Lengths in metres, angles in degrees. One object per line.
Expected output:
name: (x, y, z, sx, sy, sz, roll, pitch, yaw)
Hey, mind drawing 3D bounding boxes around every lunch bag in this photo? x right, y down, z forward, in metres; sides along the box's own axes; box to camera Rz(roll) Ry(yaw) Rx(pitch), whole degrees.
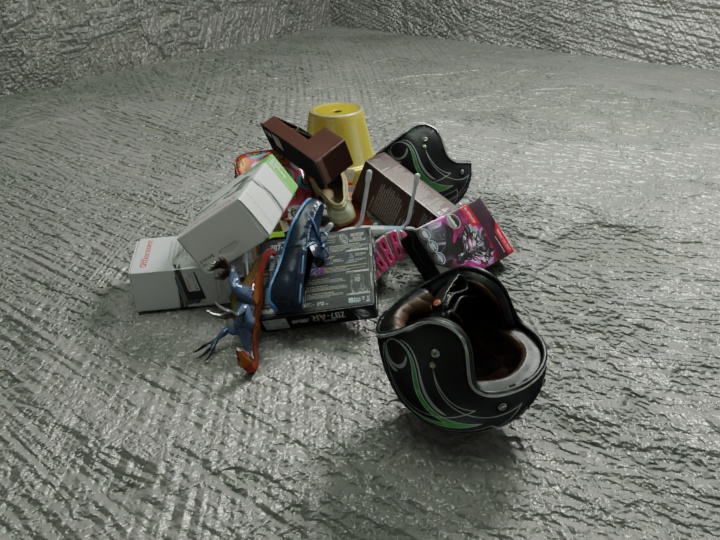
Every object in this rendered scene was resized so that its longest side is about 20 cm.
lunch bag: (-0.166, -0.164, 1.502, 0.176, 0.082, 0.200, -12, 66, -15)

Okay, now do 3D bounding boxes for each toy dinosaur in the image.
toy dinosaur: (-0.177, 0.064, 1.107, 0.200, 0.105, 0.182, -28, 72, -19)

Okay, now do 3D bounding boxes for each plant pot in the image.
plant pot: (-0.053, -0.301, 1.727, 0.200, 0.189, 0.201, -1, 27, 1)

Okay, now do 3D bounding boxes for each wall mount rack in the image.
wall mount rack: (0.029, -0.102, 1.311, 0.200, 0.174, 0.075, -3, 61, -39)

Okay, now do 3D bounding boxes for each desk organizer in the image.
desk organizer: (-0.109, -0.256, 1.436, 0.077, 0.072, 0.200, -40, 51, -14)

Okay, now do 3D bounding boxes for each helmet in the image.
helmet: (0.134, -0.207, 1.533, 0.200, 0.191, 0.200, -36, 4, 3)
helmet: (0.132, 0.113, 0.917, 0.200, 0.191, 0.200, -33, 12, 8)

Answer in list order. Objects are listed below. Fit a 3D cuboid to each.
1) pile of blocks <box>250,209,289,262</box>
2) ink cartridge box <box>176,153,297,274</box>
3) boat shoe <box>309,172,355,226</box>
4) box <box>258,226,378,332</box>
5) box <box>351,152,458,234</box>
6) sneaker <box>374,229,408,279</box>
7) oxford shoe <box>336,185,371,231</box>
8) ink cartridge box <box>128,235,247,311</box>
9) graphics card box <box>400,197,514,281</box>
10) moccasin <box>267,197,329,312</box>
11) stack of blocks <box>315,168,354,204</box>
pile of blocks: (-0.172, -0.099, 1.371, 0.062, 0.082, 0.200, -25, 58, 35)
ink cartridge box: (-0.208, -0.100, 1.231, 0.145, 0.084, 0.200, -30, 20, 24)
boat shoe: (-0.058, -0.177, 1.443, 0.073, 0.063, 0.200, -22, 51, -6)
box: (-0.073, 0.014, 1.192, 0.199, 0.044, 0.161, -8, 54, 8)
box: (0.085, -0.135, 1.424, 0.200, 0.100, 0.075, 39, 43, 17)
sneaker: (0.000, 0.000, 1.284, 0.200, 0.074, 0.087, -36, 0, -17)
oxford shoe: (-0.017, -0.085, 1.460, 0.071, 0.073, 0.200, 9, 45, -7)
ink cartridge box: (-0.306, -0.002, 1.296, 0.199, 0.084, 0.145, -5, 28, -6)
graphics card box: (0.180, -0.045, 1.299, 0.200, 0.126, 0.051, -26, -7, -37)
moccasin: (-0.087, -0.020, 1.156, 0.068, 0.080, 0.200, 12, 73, 15)
stack of blocks: (-0.116, -0.194, 1.596, 0.200, 0.115, 0.059, 21, 14, 35)
